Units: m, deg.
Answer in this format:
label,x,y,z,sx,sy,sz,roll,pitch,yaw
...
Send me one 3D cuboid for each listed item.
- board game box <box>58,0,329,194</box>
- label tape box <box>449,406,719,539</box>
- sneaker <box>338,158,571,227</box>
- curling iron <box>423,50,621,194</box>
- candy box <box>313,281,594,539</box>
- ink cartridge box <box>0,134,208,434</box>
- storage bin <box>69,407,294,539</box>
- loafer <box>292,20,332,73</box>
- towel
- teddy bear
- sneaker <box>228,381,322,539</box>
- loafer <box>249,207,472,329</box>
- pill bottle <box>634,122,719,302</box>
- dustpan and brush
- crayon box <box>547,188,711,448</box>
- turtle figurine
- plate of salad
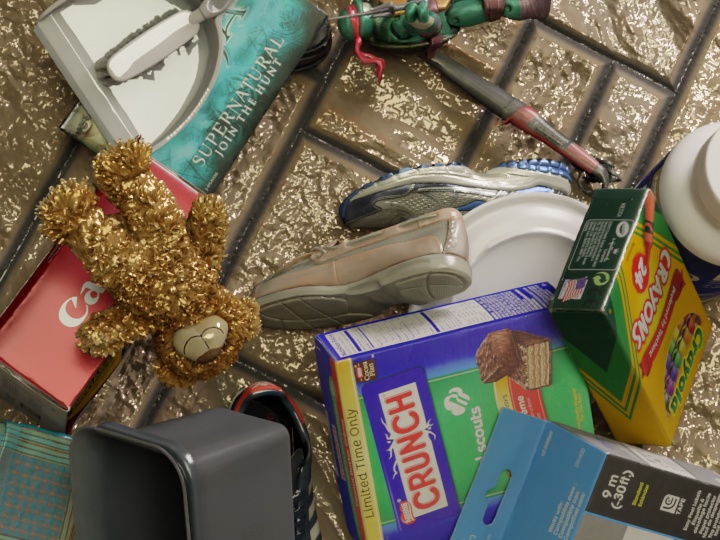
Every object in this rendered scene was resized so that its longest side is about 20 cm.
label,x,y,z,sx,sy,sz,roll,pitch,yaw
board game box,-0.135,-0.162,1.614,0.135,0.028,0.201,33,89,-12
label tape box,0.181,0.205,1.538,0.199,0.063,0.145,18,98,-21
sneaker,0.082,-0.042,1.635,0.199,0.077,0.086,-5,81,-10
curling iron,0.134,-0.126,1.684,0.200,0.050,0.026,35,72,7
candy box,0.077,0.116,1.560,0.199,0.077,0.170,-13,106,-10
ink cartridge box,-0.200,0.015,1.521,0.084,0.176,0.200,35,73,0
storage bin,-0.127,0.198,1.475,0.134,0.145,0.201,-17,111,-46
loafer,-0.119,-0.208,1.651,0.199,0.063,0.072,8,73,-7
towel,-0.204,0.205,1.517,0.199,0.022,0.147,18,73,-26
teddy bear,-0.150,0.000,1.445,0.145,0.067,0.201,-25,108,-28
sneaker,-0.066,0.183,1.546,0.075,0.085,0.201,-11,78,-12
loafer,0.000,0.000,1.580,0.199,0.072,0.063,-12,62,29
pill bottle,0.289,-0.052,1.604,0.119,0.200,0.120,2,75,-8
dustpan and brush,-0.140,-0.193,1.564,0.200,0.057,0.140,-34,99,-5
crayon box,0.221,0.048,1.565,0.051,0.200,0.127,1,50,32
turtle figurine,0.052,-0.230,1.666,0.199,0.101,0.150,-10,46,-16
plate of salad,0.133,0.033,1.618,0.199,0.048,0.201,-3,104,-13
